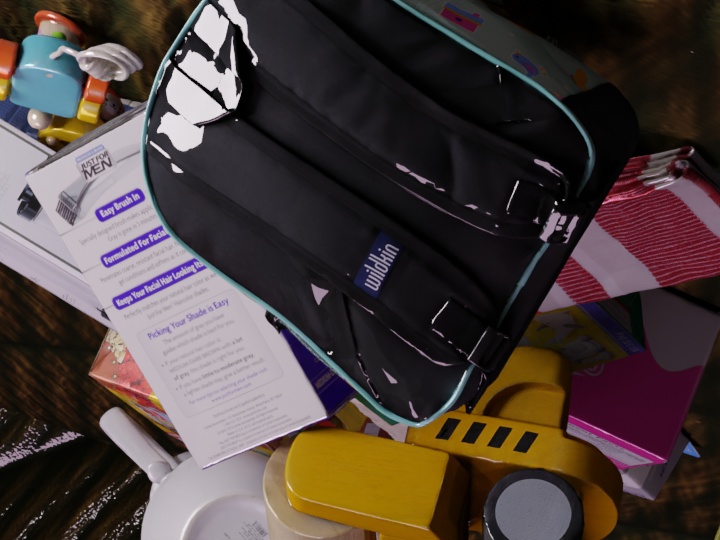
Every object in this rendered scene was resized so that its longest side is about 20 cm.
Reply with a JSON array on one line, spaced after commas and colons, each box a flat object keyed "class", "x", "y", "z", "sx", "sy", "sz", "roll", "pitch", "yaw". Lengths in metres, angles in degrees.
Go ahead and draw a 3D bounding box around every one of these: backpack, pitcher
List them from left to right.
[{"class": "pitcher", "x": -0.112, "y": 0.165, "z": 1.947, "sx": 0.171, "sy": 0.121, "sz": 0.200, "roll": 41, "pitch": 177, "yaw": -8}, {"class": "backpack", "x": 0.008, "y": -0.054, "z": 1.275, "sx": 0.200, "sy": 0.176, "sz": 0.153, "roll": 31, "pitch": -159, "yaw": 6}]

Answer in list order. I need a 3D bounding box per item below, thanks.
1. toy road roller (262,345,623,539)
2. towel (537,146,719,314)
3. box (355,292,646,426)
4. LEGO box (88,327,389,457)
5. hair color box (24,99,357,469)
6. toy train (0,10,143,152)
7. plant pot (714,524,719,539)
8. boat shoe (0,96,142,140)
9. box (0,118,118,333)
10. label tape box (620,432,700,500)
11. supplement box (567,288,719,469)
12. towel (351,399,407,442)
[{"class": "toy road roller", "x": 0.052, "y": 0.117, "z": 1.623, "sx": 0.199, "sy": 0.147, "sz": 0.123, "roll": 10, "pitch": 150, "yaw": 8}, {"class": "towel", "x": 0.108, "y": -0.010, "z": 1.487, "sx": 0.199, "sy": 0.023, "sz": 0.144, "roll": -14, "pitch": 155, "yaw": 24}, {"class": "box", "x": 0.053, "y": 0.034, "z": 1.647, "sx": 0.199, "sy": 0.049, "sz": 0.117, "roll": -16, "pitch": 149, "yaw": 25}, {"class": "LEGO box", "x": -0.082, "y": 0.092, "z": 2.007, "sx": 0.148, "sy": 0.077, "sz": 0.200, "roll": 19, "pitch": 168, "yaw": 24}, {"class": "hair color box", "x": -0.090, "y": 0.002, "z": 1.593, "sx": 0.109, "sy": 0.065, "sz": 0.201, "roll": -24, "pitch": 102, "yaw": 38}, {"class": "toy train", "x": -0.131, "y": -0.102, "z": 1.668, "sx": 0.150, "sy": 0.056, "sz": 0.200, "roll": -2, "pitch": 154, "yaw": 29}, {"class": "plant pot", "x": 0.340, "y": 0.222, "z": 1.983, "sx": 0.199, "sy": 0.200, "sz": 0.181, "roll": 21, "pitch": 176, "yaw": -2}, {"class": "boat shoe", "x": -0.150, "y": -0.067, "z": 1.786, "sx": 0.200, "sy": 0.072, "sz": 0.072, "roll": 31, "pitch": 160, "yaw": 21}, {"class": "box", "x": -0.181, "y": -0.023, "z": 1.722, "sx": 0.199, "sy": 0.060, "sz": 0.117, "roll": 31, "pitch": 168, "yaw": -1}, {"class": "label tape box", "x": 0.165, "y": 0.124, "z": 2.174, "sx": 0.143, "sy": 0.066, "sz": 0.200, "roll": 16, "pitch": 167, "yaw": 27}, {"class": "supplement box", "x": 0.143, "y": 0.064, "z": 1.808, "sx": 0.103, "sy": 0.102, "sz": 0.200, "roll": 25, "pitch": 169, "yaw": -9}, {"class": "towel", "x": 0.072, "y": 0.111, "z": 1.825, "sx": 0.132, "sy": 0.035, "sz": 0.200, "roll": 21, "pitch": 170, "yaw": 21}]
